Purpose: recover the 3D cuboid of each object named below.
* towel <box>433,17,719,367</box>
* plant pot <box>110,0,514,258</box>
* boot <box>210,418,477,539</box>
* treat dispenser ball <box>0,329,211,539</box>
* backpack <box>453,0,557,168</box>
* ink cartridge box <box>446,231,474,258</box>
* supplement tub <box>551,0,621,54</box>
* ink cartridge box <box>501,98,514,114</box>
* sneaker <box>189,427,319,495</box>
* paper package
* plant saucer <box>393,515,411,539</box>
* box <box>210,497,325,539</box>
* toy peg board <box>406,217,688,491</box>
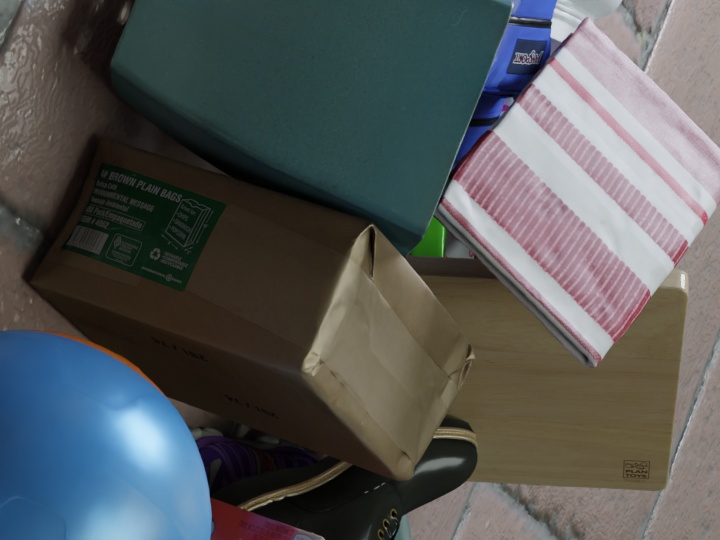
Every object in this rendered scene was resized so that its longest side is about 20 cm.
[{"bbox_3d":[0.139,-0.049,1.596,0.200,0.144,0.023,-49,-175,-37],"label":"towel"},{"bbox_3d":[-0.035,-0.115,1.490,0.141,0.199,0.142,131,-18,-83],"label":"plant pot"},{"bbox_3d":[0.011,0.180,1.645,0.199,0.138,0.078,-21,140,-21],"label":"boot"},{"bbox_3d":[-0.179,0.132,1.384,0.201,0.200,0.202,-37,136,-47],"label":"treat dispenser ball"},{"bbox_3d":[0.033,-0.158,1.645,0.162,0.167,0.201,-3,108,-55],"label":"backpack"},{"bbox_3d":[0.000,0.000,1.758,0.200,0.084,0.145,-53,147,-30],"label":"ink cartridge box"},{"bbox_3d":[0.128,-0.257,1.780,0.145,0.145,0.201,22,86,-62],"label":"supplement tub"},{"bbox_3d":[0.095,-0.088,1.810,0.200,0.037,0.095,-92,172,-60],"label":"ink cartridge box"},{"bbox_3d":[-0.068,0.148,1.719,0.200,0.083,0.081,-5,110,-57],"label":"sneaker"},{"bbox_3d":[-0.061,0.024,1.537,0.104,0.199,0.191,-64,151,-15],"label":"paper package"},{"bbox_3d":[0.011,0.212,1.819,0.200,0.027,0.201,175,-90,-80],"label":"plant saucer"},{"bbox_3d":[-0.105,0.187,1.550,0.095,0.199,0.103,-66,152,-14],"label":"box"},{"bbox_3d":[0.110,0.041,1.707,0.200,0.199,0.098,88,7,-47],"label":"toy peg board"}]
